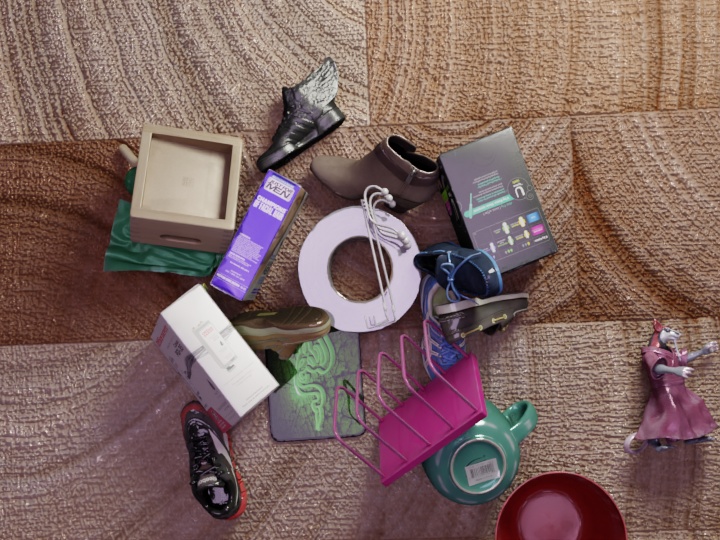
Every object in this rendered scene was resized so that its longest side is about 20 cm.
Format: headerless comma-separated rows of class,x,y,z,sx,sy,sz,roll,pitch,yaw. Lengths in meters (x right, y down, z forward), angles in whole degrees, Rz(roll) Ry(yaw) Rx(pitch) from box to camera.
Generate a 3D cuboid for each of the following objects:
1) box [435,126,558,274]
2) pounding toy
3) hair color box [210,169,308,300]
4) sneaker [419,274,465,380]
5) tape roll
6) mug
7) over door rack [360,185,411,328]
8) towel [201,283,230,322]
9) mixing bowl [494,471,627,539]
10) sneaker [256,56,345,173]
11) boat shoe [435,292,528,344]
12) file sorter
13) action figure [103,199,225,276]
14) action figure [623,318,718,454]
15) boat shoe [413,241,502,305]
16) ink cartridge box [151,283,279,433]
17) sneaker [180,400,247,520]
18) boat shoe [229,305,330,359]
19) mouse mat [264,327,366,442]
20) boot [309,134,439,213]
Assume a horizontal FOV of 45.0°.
box,0.204,-0.095,1.348,0.123,0.149,0.202,-21,87,0
pounding toy,-0.296,-0.134,1.377,0.197,0.142,0.186,7,68,-11
hair color box,-0.158,-0.053,1.385,0.064,0.109,0.202,26,90,3
sneaker,0.129,0.102,1.382,0.075,0.077,0.203,-11,91,1
tape roll,0.000,0.000,1.395,0.197,0.066,0.203,0,86,3
mug,0.176,0.267,1.337,0.151,0.114,0.187,27,96,-9
over door rack,0.041,-0.016,1.289,0.066,0.148,0.203,-2,86,7
towel,-0.206,0.114,1.396,0.018,0.086,0.201,-36,89,-26
mixing bowl,0.301,0.404,1.348,0.197,0.108,0.203,0,88,2
sneaker,-0.104,-0.253,1.416,0.199,0.060,0.105,-34,88,-4
boat shoe,0.192,0.071,1.341,0.200,0.071,0.061,-7,85,-42
file sorter,0.068,0.191,1.302,0.200,0.140,0.125,-40,114,21
action figure,-0.307,-0.036,1.419,0.197,0.055,0.120,13,87,-4
action figure,0.483,0.176,1.370,0.148,0.133,0.203,-26,70,43
boat shoe,0.139,0.008,1.276,0.068,0.200,0.085,-14,100,-17
ink cartridge box,-0.232,0.140,1.357,0.083,0.147,0.201,-37,86,-27
sneaker,-0.240,0.305,1.383,0.070,0.098,0.203,-20,86,4
boat shoe,-0.120,0.103,1.371,0.198,0.071,0.077,-3,110,42
mouse mat,-0.075,0.176,1.425,0.159,0.008,0.203,-5,87,3
boot,0.027,-0.163,1.357,0.198,0.146,0.071,22,61,-5
